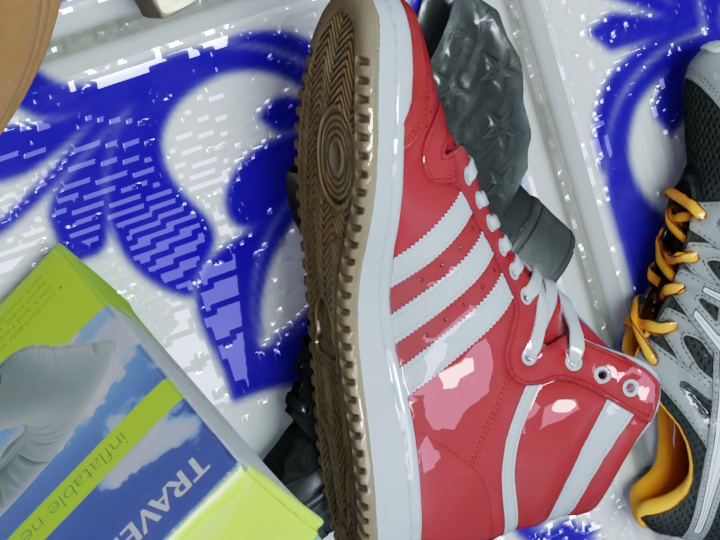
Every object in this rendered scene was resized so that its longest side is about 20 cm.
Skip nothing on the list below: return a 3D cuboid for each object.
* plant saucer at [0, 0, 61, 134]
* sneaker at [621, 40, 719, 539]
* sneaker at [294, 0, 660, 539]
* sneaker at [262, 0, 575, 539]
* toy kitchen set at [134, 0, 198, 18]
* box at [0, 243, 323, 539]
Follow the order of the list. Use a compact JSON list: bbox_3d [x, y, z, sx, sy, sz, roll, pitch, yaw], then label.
[{"bbox_3d":[-0.173,-0.066,0.680,0.200,0.200,0.032,-48,63,-1],"label":"plant saucer"},{"bbox_3d":[0.135,0.014,0.814,0.077,0.078,0.200,-7,101,-2],"label":"sneaker"},{"bbox_3d":[0.041,-0.001,0.734,0.112,0.071,0.200,-7,108,-16],"label":"sneaker"},{"bbox_3d":[0.001,0.001,0.789,0.200,0.060,0.104,-47,108,-7],"label":"sneaker"},{"bbox_3d":[-0.005,-0.197,0.685,0.200,0.180,0.163,-30,104,-10],"label":"toy kitchen set"},{"bbox_3d":[-0.095,0.083,0.706,0.122,0.200,0.048,-47,125,-1],"label":"box"}]
